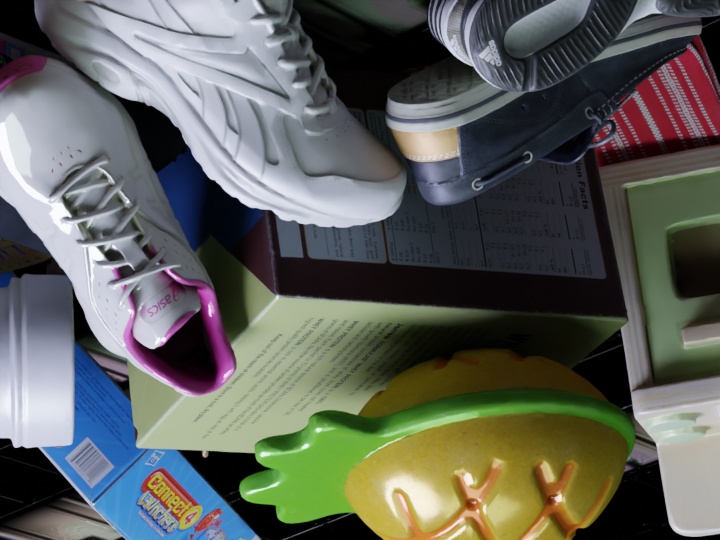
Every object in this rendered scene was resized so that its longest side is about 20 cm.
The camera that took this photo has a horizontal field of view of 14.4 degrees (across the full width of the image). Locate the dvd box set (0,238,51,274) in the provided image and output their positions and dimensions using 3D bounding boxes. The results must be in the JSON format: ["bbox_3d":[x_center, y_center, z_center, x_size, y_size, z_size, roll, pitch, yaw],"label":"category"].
[{"bbox_3d":[-0.271,-0.037,1.482,0.146,0.030,0.200,-16,152,20],"label":"dvd box set"}]

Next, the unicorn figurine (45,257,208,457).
[{"bbox_3d":[-0.104,0.023,1.689,0.137,0.074,0.200,-15,140,41],"label":"unicorn figurine"}]

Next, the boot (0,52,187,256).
[{"bbox_3d":[-0.191,-0.021,1.417,0.168,0.076,0.200,18,114,-45],"label":"boot"}]

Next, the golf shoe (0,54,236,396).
[{"bbox_3d":[-0.114,-0.018,1.357,0.075,0.092,0.200,-38,132,-7],"label":"golf shoe"}]

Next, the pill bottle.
[{"bbox_3d":[-0.250,0.050,1.490,0.199,0.120,0.120,-1,154,-7],"label":"pill bottle"}]

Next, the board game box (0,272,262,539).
[{"bbox_3d":[-0.161,0.085,1.656,0.056,0.200,0.196,-43,152,-5],"label":"board game box"}]

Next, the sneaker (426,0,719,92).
[{"bbox_3d":[0.119,-0.156,1.362,0.200,0.115,0.076,-24,114,-14],"label":"sneaker"}]

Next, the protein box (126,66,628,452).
[{"bbox_3d":[0.000,0.000,1.507,0.199,0.135,0.199,4,153,-25],"label":"protein box"}]

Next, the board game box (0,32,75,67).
[{"bbox_3d":[-0.214,-0.078,1.485,0.134,0.034,0.200,-26,148,38],"label":"board game box"}]

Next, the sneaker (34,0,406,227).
[{"bbox_3d":[-0.052,-0.100,1.340,0.200,0.078,0.099,35,118,-7],"label":"sneaker"}]

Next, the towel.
[{"bbox_3d":[0.096,-0.081,1.549,0.199,0.023,0.145,-12,155,14],"label":"towel"}]

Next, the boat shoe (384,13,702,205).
[{"bbox_3d":[0.093,-0.087,1.405,0.200,0.062,0.074,-27,-155,-37],"label":"boat shoe"}]

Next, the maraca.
[{"bbox_3d":[0.041,0.095,1.432,0.199,0.107,0.137,-2,148,-14],"label":"maraca"}]

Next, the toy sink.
[{"bbox_3d":[0.214,0.036,1.590,0.130,0.201,0.112,-10,166,12],"label":"toy sink"}]
